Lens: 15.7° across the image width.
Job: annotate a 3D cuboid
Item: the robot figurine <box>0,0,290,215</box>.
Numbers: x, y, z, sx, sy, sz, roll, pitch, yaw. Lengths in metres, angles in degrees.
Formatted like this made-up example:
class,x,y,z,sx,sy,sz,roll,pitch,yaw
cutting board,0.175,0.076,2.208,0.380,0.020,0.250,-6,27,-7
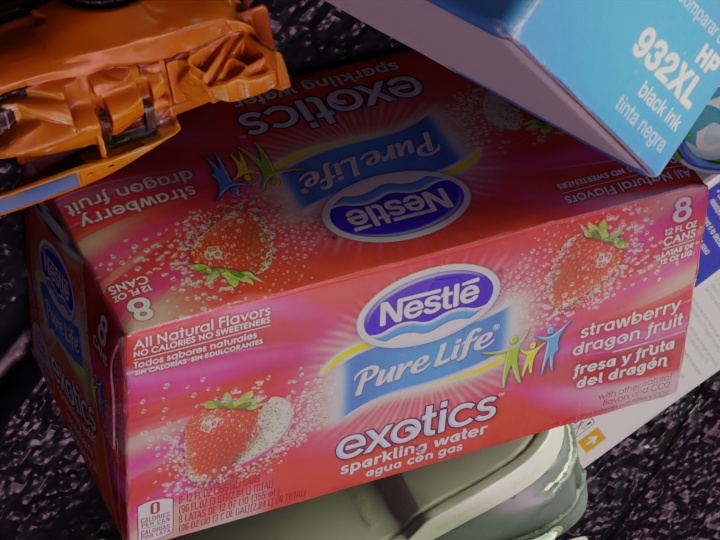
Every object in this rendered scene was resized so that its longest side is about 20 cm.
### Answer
class,x,y,z,sx,sy,sz,roll,pitch,yaw
robot figurine,-0.123,-0.066,0.735,0.199,0.058,0.145,-22,134,-12

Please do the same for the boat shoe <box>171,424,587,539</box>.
class,x,y,z,sx,sy,sz,roll,pitch,yaw
boat shoe,-0.010,0.106,0.937,0.199,0.073,0.062,-28,135,8

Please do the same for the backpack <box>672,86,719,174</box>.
class,x,y,z,sx,sy,sz,roll,pitch,yaw
backpack,0.121,-0.104,0.786,0.199,0.154,0.164,2,123,-22

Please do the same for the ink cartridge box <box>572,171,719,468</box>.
class,x,y,z,sx,sy,sz,roll,pitch,yaw
ink cartridge box,0.132,-0.012,0.954,0.200,0.037,0.095,-35,137,5

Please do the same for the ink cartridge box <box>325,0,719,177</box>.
class,x,y,z,sx,sy,sz,roll,pitch,yaw
ink cartridge box,0.065,-0.148,0.670,0.200,0.145,0.084,-56,138,-2

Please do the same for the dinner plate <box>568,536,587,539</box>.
class,x,y,z,sx,sy,sz,roll,pitch,yaw
dinner plate,-0.007,0.142,0.943,0.199,0.024,0.200,-21,169,-4

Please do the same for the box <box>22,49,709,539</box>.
class,x,y,z,sx,sy,sz,roll,pitch,yaw
box,0.000,0.000,0.839,0.199,0.100,0.096,-14,135,-19
